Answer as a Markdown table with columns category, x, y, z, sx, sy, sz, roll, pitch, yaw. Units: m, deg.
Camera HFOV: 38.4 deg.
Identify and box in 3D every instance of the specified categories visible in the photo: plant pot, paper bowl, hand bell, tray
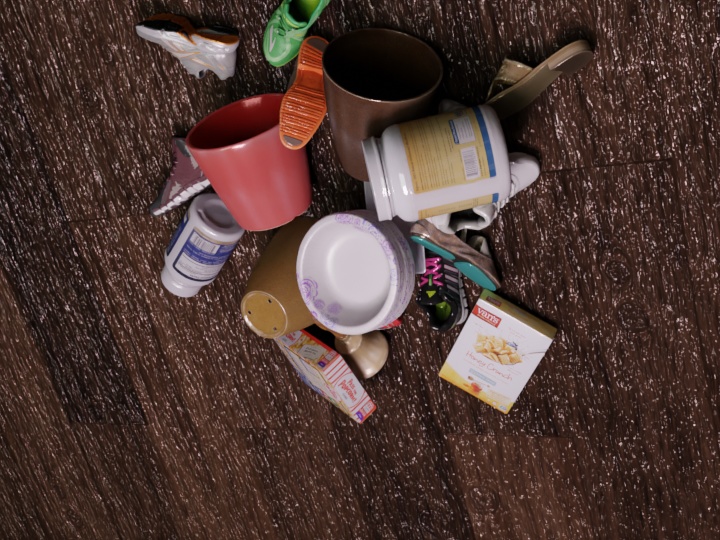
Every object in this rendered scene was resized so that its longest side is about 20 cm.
| category | x | y | z | sx | sy | sz | roll | pitch | yaw |
| --- | --- | --- | --- | --- | --- | --- | --- | --- | --- |
| plant pot | 0.024 | -0.244 | 1.630 | 0.186 | 0.187 | 0.201 | 24 | 138 | 15 |
| paper bowl | 0.000 | 0.000 | 1.716 | 0.199 | 0.104 | 0.203 | 5 | 100 | 30 |
| hand bell | -0.038 | 0.108 | 1.833 | 0.103 | 0.105 | 0.200 | -2 | 152 | 29 |
| plant pot | -0.122 | 0.031 | 1.837 | 0.185 | 0.200 | 0.188 | 12 | 122 | 21 |
| tray | 0.060 | -0.094 | 1.741 | 0.107 | 0.022 | 0.202 | -3 | 94 | 32 |
| plant pot | -0.173 | -0.179 | 1.763 | 0.199 | 0.201 | 0.178 | -2 | 124 | 29 |

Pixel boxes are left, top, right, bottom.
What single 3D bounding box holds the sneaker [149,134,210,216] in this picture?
| category | x | y | z | sx | sy | sz | roll | pitch | yaw |
| --- | --- | --- | --- | --- | --- | --- | --- | --- | --- |
| sneaker | -0.335 | -0.188 | 1.918 | 0.199 | 0.076 | 0.116 | -28 | 96 | 26 |

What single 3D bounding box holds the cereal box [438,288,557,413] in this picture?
| category | x | y | z | sx | sy | sz | roll | pitch | yaw |
| --- | --- | --- | --- | --- | --- | --- | --- | --- | --- |
| cereal box | 0.236 | 0.143 | 1.796 | 0.143 | 0.040 | 0.201 | 29 | 130 | 8 |

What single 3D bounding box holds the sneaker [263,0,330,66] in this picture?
| category | x | y | z | sx | sy | sz | roll | pitch | yaw |
| --- | --- | --- | --- | --- | --- | --- | --- | --- | --- |
| sneaker | -0.107 | -0.407 | 1.653 | 0.074 | 0.084 | 0.200 | 42 | 129 | 1 |

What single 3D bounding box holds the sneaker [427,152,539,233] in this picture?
| category | x | y | z | sx | sy | sz | roll | pitch | yaw |
| --- | --- | --- | --- | --- | --- | --- | --- | --- | --- |
| sneaker | 0.198 | -0.109 | 1.605 | 0.199 | 0.100 | 0.078 | -28 | 129 | 0 |

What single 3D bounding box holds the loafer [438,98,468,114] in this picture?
| category | x | y | z | sx | sy | sz | roll | pitch | yaw |
| --- | --- | --- | --- | --- | --- | --- | --- | --- | --- |
| loafer | 0.165 | -0.182 | 1.651 | 0.071 | 0.063 | 0.201 | -20 | 123 | -7 |

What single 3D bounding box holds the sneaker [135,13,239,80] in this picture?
| category | x | y | z | sx | sy | sz | roll | pitch | yaw |
| --- | --- | --- | --- | --- | --- | --- | --- | --- | --- |
| sneaker | -0.302 | -0.380 | 1.784 | 0.199 | 0.076 | 0.093 | 19 | 129 | 20 |

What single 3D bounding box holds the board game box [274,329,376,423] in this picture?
| category | x | y | z | sx | sy | sz | roll | pitch | yaw |
| --- | --- | --- | --- | --- | --- | --- | --- | --- | --- |
| board game box | -0.072 | 0.183 | 1.905 | 0.200 | 0.046 | 0.152 | 29 | 156 | 51 |

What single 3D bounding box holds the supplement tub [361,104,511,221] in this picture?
| category | x | y | z | sx | sy | sz | roll | pitch | yaw |
| --- | --- | --- | --- | --- | --- | --- | --- | --- | --- |
| supplement tub | 0.111 | -0.154 | 1.518 | 0.198 | 0.145 | 0.146 | -12 | 114 | 0 |

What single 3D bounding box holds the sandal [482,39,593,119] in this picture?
| category | x | y | z | sx | sy | sz | roll | pitch | yaw |
| --- | --- | --- | --- | --- | --- | --- | --- | --- | --- |
| sandal | 0.245 | -0.298 | 1.548 | 0.211 | 0.077 | 0.070 | -30 | 69 | 30 |

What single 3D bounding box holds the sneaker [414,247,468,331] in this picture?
| category | x | y | z | sx | sy | sz | roll | pitch | yaw |
| --- | --- | --- | --- | --- | --- | --- | --- | --- | --- |
| sneaker | 0.130 | 0.018 | 1.762 | 0.073 | 0.087 | 0.201 | -3 | 115 | 30 |

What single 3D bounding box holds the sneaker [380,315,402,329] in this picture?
| category | x | y | z | sx | sy | sz | roll | pitch | yaw |
| --- | --- | --- | --- | --- | --- | --- | --- | --- | --- |
| sneaker | 0.041 | 0.011 | 1.831 | 0.084 | 0.077 | 0.201 | -2 | 118 | 7 |

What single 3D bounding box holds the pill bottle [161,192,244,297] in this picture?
| category | x | y | z | sx | sy | sz | roll | pitch | yaw |
| --- | --- | --- | --- | --- | --- | --- | --- | --- | --- |
| pill bottle | -0.303 | -0.042 | 1.949 | 0.111 | 0.111 | 0.200 | 40 | 128 | 3 |

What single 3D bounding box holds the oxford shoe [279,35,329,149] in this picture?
| category | x | y | z | sx | sy | sz | roll | pitch | yaw |
| --- | --- | --- | --- | --- | --- | --- | --- | --- | --- |
| oxford shoe | -0.090 | -0.275 | 1.663 | 0.071 | 0.201 | 0.073 | 20 | 157 | -10 |

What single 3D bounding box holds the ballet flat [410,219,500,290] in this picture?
| category | x | y | z | sx | sy | sz | roll | pitch | yaw |
| --- | --- | --- | --- | --- | --- | --- | --- | --- | --- |
| ballet flat | 0.171 | -0.038 | 1.710 | 0.199 | 0.068 | 0.068 | 33 | 167 | -30 |
